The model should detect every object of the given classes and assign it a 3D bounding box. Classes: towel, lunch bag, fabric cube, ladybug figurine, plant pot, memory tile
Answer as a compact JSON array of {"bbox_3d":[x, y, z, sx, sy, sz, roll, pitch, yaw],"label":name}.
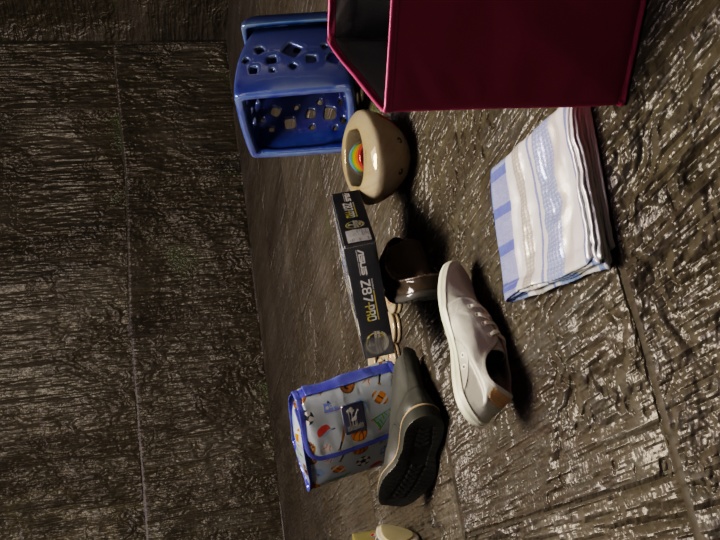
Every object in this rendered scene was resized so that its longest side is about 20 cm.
[{"bbox_3d":[0.165,-0.056,0.742,0.200,0.023,0.150,138,127,-73],"label":"towel"},{"bbox_3d":[-0.022,0.231,1.252,0.202,0.167,0.125,91,158,-46],"label":"lunch bag"},{"bbox_3d":[0.090,-0.249,0.624,0.197,0.195,0.203,-115,25,-57],"label":"fabric cube"},{"bbox_3d":[0.022,-0.166,1.194,0.200,0.070,0.139,-146,52,-72],"label":"ladybug figurine"},{"bbox_3d":[-0.108,-0.323,1.393,0.201,0.196,0.183,85,-179,-67],"label":"plant pot"},{"bbox_3d":[0.037,0.098,1.331,0.153,0.016,0.204,-129,36,-67],"label":"memory tile"}]

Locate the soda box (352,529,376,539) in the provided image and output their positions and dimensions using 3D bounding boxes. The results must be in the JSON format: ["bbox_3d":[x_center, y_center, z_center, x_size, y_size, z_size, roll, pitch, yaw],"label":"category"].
[{"bbox_3d":[0.019,0.563,1.452,0.068,0.063,0.204,-120,30,-61],"label":"soda box"}]

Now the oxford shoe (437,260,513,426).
[{"bbox_3d":[0.127,0.070,0.883,0.057,0.075,0.203,-31,44,28],"label":"oxford shoe"}]

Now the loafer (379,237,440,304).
[{"bbox_3d":[0.059,-0.004,1.085,0.200,0.072,0.073,-144,49,-73],"label":"loafer"}]

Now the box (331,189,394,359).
[{"bbox_3d":[0.000,0.000,1.108,0.201,0.048,0.164,-107,8,-66],"label":"box"}]

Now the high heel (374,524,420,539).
[{"bbox_3d":[0.063,0.472,1.217,0.199,0.070,0.146,-166,79,-67],"label":"high heel"}]

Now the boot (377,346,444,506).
[{"bbox_3d":[0.065,0.227,1.169,0.139,0.076,0.202,-104,27,-51],"label":"boot"}]
